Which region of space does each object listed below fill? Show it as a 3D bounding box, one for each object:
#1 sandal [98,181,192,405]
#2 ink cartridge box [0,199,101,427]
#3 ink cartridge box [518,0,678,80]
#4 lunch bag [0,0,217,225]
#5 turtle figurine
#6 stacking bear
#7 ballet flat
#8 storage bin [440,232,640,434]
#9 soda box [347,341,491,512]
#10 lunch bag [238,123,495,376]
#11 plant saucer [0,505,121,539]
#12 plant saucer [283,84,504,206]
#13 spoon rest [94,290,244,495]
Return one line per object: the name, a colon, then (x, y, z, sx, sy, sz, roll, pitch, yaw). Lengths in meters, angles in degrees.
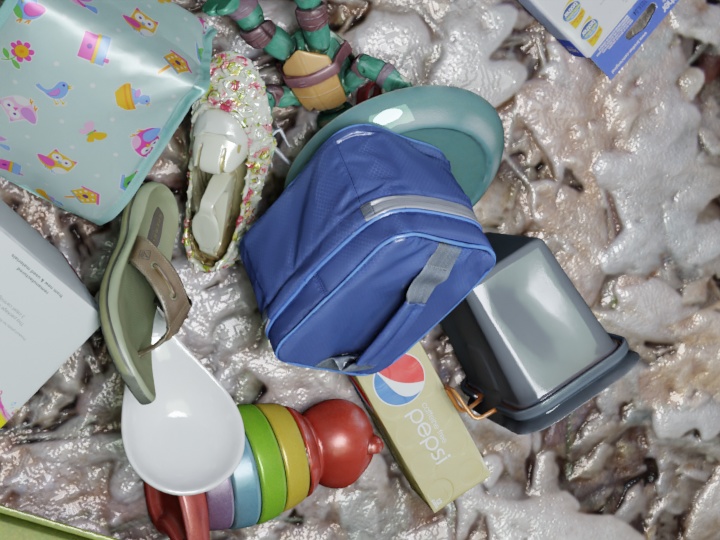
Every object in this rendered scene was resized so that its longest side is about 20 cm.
sandal: (-0.161, 0.009, 1.062, 0.057, 0.202, 0.080, -6, 144, 13)
ink cartridge box: (-0.330, 0.041, 1.043, 0.200, 0.145, 0.145, -45, 125, -3)
ink cartridge box: (0.190, -0.279, 1.205, 0.200, 0.042, 0.119, 40, 88, -19)
lunch bag: (-0.232, -0.138, 1.057, 0.170, 0.122, 0.200, 27, 128, -22)
turtle figurine: (-0.041, -0.161, 1.126, 0.149, 0.101, 0.200, -25, 128, 8)
stacking bear: (-0.080, 0.169, 1.188, 0.199, 0.121, 0.114, -13, 113, -24)
ballet flat: (-0.111, -0.079, 1.101, 0.075, 0.064, 0.201, 14, 127, 12)
storage bin: (0.126, 0.049, 1.185, 0.145, 0.200, 0.135, -33, 99, -8)
soda box: (0.041, 0.118, 1.234, 0.068, 0.064, 0.200, -32, 109, -9)
lunch bag: (0.000, 0.000, 1.085, 0.135, 0.133, 0.200, 12, 133, -40)
plant saucer: (-0.261, 0.293, 1.114, 0.199, 0.048, 0.200, 20, 100, -16)
plant saucer: (0.034, -0.075, 1.143, 0.199, 0.027, 0.200, -16, 146, -11)
spoon rest: (-0.165, 0.090, 1.105, 0.099, 0.061, 0.200, -20, 68, -22)
